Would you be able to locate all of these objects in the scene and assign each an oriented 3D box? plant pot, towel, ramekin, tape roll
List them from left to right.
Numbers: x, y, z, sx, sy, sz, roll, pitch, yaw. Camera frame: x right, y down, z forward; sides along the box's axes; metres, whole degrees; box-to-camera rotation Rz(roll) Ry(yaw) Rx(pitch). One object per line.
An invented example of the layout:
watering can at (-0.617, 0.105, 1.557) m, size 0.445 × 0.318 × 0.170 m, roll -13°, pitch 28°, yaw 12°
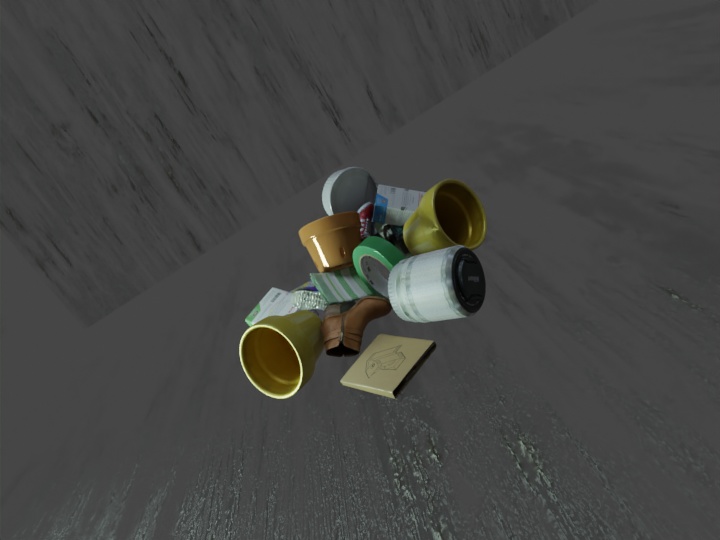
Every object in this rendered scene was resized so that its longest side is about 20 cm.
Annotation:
plant pot at (-0.186, 0.200, 1.443) m, size 0.198 × 0.205 × 0.188 m, roll -19°, pitch 8°, yaw 30°
plant pot at (-0.077, -0.077, 1.671) m, size 0.195 × 0.143 × 0.200 m, roll -17°, pitch -6°, yaw -2°
ramekin at (-0.039, -0.248, 1.848) m, size 0.201 × 0.205 × 0.094 m, roll -39°, pitch 29°, yaw -19°
towel at (-0.032, 0.037, 1.589) m, size 0.196 × 0.024 × 0.153 m, roll -8°, pitch 35°, yaw -26°
tape roll at (0.065, 0.004, 1.470) m, size 0.048 × 0.203 × 0.199 m, roll -40°, pitch 22°, yaw -26°
plant pot at (0.223, -0.124, 1.544) m, size 0.201 × 0.202 × 0.188 m, roll -47°, pitch 9°, yaw -35°

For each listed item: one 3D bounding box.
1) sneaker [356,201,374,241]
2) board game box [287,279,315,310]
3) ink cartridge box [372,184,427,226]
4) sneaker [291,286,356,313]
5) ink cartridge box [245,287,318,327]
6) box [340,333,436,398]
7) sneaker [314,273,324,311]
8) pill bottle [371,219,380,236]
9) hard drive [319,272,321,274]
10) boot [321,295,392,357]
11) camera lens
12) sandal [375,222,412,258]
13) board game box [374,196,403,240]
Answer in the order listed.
sneaker at (0.018, -0.124, 1.778) m, size 0.111 × 0.071 × 0.203 m, roll 20°, pitch 76°, yaw 39°
board game box at (-0.208, 0.111, 1.869) m, size 0.133 × 0.035 × 0.201 m, roll -28°, pitch 22°, yaw 15°
ink cartridge box at (0.142, -0.194, 1.704) m, size 0.195 × 0.068 × 0.117 m, roll 10°, pitch 41°, yaw 2°
sneaker at (-0.099, 0.084, 1.611) m, size 0.195 × 0.071 × 0.100 m, roll 13°, pitch 12°, yaw 2°
ink cartridge box at (-0.246, 0.146, 1.713) m, size 0.198 × 0.085 × 0.146 m, roll 11°, pitch 54°, yaw 48°
box at (0.061, 0.216, 1.264) m, size 0.163 × 0.022 × 0.198 m, roll -45°, pitch 24°, yaw -29°
sneaker at (-0.061, 0.080, 1.680) m, size 0.196 × 0.070 × 0.111 m, roll 9°, pitch 72°, yaw 27°
pill bottle at (0.087, -0.131, 1.864) m, size 0.197 × 0.114 × 0.113 m, roll -30°, pitch 21°, yaw 10°
hard drive at (-0.094, 0.015, 1.845) m, size 0.141 × 0.037 × 0.201 m, roll -52°, pitch 16°, yaw 18°
boot at (-0.007, 0.148, 1.439) m, size 0.195 × 0.078 × 0.157 m, roll -4°, pitch 40°, yaw -1°
camera lens at (0.182, 0.036, 1.288) m, size 0.197 × 0.162 × 0.161 m, roll -13°, pitch 27°, yaw 41°
sandal at (0.112, -0.113, 1.747) m, size 0.079 × 0.057 × 0.202 m, roll -39°, pitch 52°, yaw 3°
board game box at (0.141, -0.179, 1.760) m, size 0.132 × 0.029 × 0.202 m, roll -10°, pitch 46°, yaw -18°
